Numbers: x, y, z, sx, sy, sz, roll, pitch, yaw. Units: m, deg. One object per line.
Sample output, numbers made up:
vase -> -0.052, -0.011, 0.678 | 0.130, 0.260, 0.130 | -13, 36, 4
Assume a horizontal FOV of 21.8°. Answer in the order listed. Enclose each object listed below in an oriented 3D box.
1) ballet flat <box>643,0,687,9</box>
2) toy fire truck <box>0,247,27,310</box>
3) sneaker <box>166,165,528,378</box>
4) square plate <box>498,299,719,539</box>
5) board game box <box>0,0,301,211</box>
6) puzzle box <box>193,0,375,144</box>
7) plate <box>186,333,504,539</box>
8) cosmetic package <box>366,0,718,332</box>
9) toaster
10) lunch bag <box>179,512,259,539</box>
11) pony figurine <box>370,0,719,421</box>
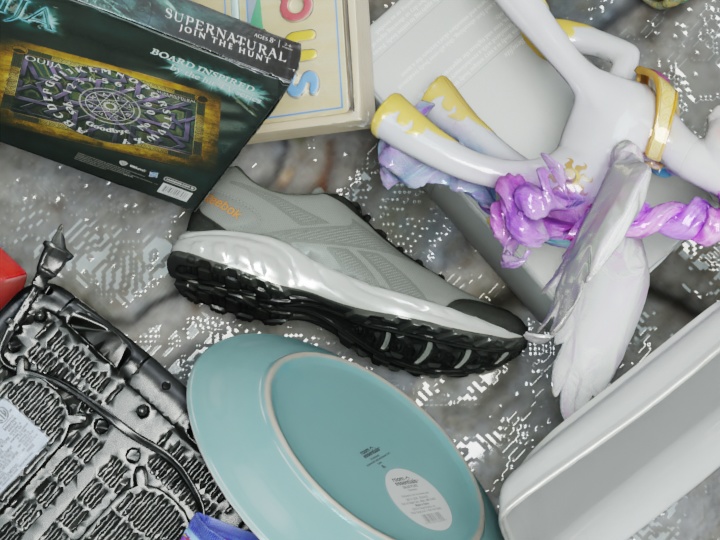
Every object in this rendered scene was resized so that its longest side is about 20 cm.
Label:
ballet flat -> 0.113, -0.217, 1.044 | 0.199, 0.071, 0.071 | 37, 82, -1
toy fire truck -> -0.264, 0.074, 0.967 | 0.049, 0.141, 0.201 | 41, 121, 15
sneaker -> 0.000, 0.000, 1.009 | 0.199, 0.074, 0.080 | 20, 64, -4
square plate -> 0.149, 0.083, 0.948 | 0.199, 0.198, 0.028 | -37, 66, -7
board game box -> -0.144, -0.101, 0.902 | 0.199, 0.135, 0.028 | 20, 57, -19
puzzle box -> -0.062, -0.166, 0.988 | 0.132, 0.025, 0.202 | -7, 82, 17
plate -> 0.002, 0.098, 0.940 | 0.200, 0.200, 0.026 | 40, 114, 3
cosmetic package -> 0.087, -0.069, 1.016 | 0.107, 0.090, 0.200 | -39, 89, -6
toaster -> -0.149, 0.117, 0.959 | 0.181, 0.119, 0.200 | 41, 83, 2
lunch bag -> -0.034, 0.219, 0.926 | 0.094, 0.200, 0.151 | 35, 97, 35
pony figurine -> 0.108, -0.042, 0.910 | 0.199, 0.167, 0.194 | 32, 77, 17
